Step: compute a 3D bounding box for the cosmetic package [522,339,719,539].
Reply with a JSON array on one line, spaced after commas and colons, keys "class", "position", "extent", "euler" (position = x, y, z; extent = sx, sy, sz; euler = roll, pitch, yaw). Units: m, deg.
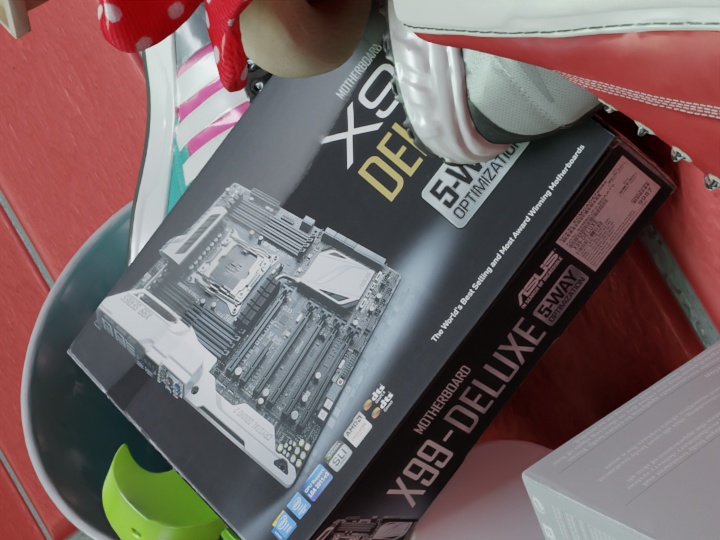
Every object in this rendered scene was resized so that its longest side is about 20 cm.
[{"class": "cosmetic package", "position": [0.155, 0.100, 0.916], "extent": [0.200, 0.107, 0.090], "euler": [30, 145, 57]}]

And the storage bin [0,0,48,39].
[{"class": "storage bin", "position": [-0.186, -0.252, 1.269], "extent": [0.199, 0.094, 0.200], "euler": [44, 155, 37]}]

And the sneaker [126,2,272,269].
[{"class": "sneaker", "position": [-0.032, -0.067, 1.177], "extent": [0.120, 0.084, 0.201], "euler": [4, 92, 21]}]

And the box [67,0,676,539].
[{"class": "box", "position": [0.000, 0.000, 1.031], "extent": [0.050, 0.200, 0.158], "euler": [32, -172, -49]}]

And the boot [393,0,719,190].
[{"class": "boot", "position": [0.102, -0.045, 0.858], "extent": [0.200, 0.072, 0.145], "euler": [8, 129, 45]}]

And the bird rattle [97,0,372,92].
[{"class": "bird rattle", "position": [-0.030, -0.139, 0.977], "extent": [0.163, 0.112, 0.201], "euler": [50, -150, -50]}]

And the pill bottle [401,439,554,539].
[{"class": "pill bottle", "position": [0.031, 0.139, 1.101], "extent": [0.112, 0.112, 0.200], "euler": [57, 153, 10]}]

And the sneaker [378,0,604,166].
[{"class": "sneaker", "position": [0.040, -0.139, 0.943], "extent": [0.079, 0.074, 0.201], "euler": [-11, 101, 28]}]

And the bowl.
[{"class": "bowl", "position": [-0.043, 0.059, 1.246], "extent": [0.201, 0.201, 0.105], "euler": [46, 174, 35]}]

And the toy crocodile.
[{"class": "toy crocodile", "position": [-0.011, 0.060, 1.117], "extent": [0.062, 0.200, 0.068], "euler": [55, 165, 16]}]
